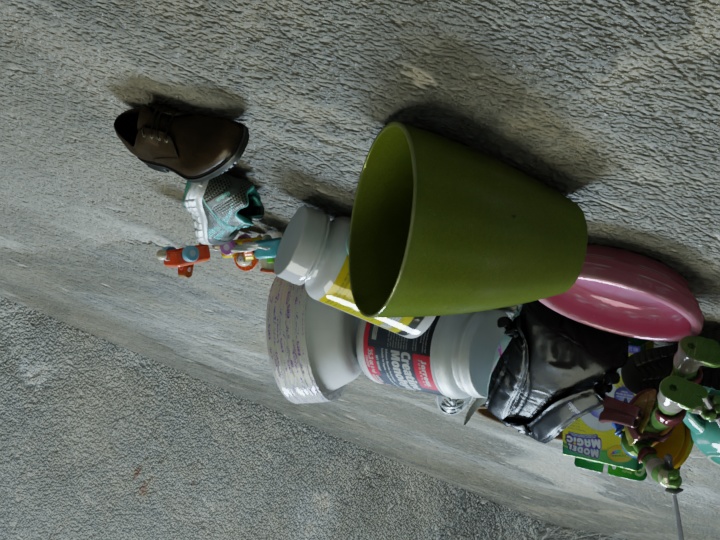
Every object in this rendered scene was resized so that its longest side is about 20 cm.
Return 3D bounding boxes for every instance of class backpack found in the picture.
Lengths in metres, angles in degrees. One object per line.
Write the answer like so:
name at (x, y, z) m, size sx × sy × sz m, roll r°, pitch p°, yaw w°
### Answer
backpack at (0.246, 0.127, 1.579) m, size 0.167 × 0.127 × 0.200 m, roll 36°, pitch 138°, yaw 14°

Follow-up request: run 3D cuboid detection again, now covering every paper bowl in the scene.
paper bowl at (-0.055, 0.092, 1.794) m, size 0.104 × 0.201 × 0.201 m, roll -4°, pitch 159°, yaw 17°

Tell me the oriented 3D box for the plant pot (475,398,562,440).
plant pot at (0.291, 0.210, 1.999) m, size 0.200 × 0.093 × 0.201 m, roll 16°, pitch 168°, yaw 3°

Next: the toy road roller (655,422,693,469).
toy road roller at (0.380, 0.216, 1.763) m, size 0.200 × 0.123 × 0.146 m, roll 21°, pitch -179°, yaw 32°

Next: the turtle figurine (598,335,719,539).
turtle figurine at (0.381, 0.181, 1.406) m, size 0.200 × 0.144 × 0.194 m, roll 56°, pitch 158°, yaw 32°

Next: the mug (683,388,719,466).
mug at (0.512, 0.208, 1.672) m, size 0.184 × 0.115 × 0.152 m, roll 13°, pitch 165°, yaw 20°

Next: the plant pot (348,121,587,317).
plant pot at (0.111, -0.037, 1.197) m, size 0.199 × 0.188 × 0.187 m, roll 7°, pitch 170°, yaw -17°

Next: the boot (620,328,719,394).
boot at (0.441, 0.110, 1.534) m, size 0.199 × 0.078 × 0.138 m, roll -5°, pitch 178°, yaw 29°

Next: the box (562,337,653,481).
box at (0.332, 0.185, 1.661) m, size 0.117 × 0.201 × 0.048 m, roll 7°, pitch -163°, yaw 37°

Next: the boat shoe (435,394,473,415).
boat shoe at (0.146, 0.185, 1.890) m, size 0.072 × 0.069 × 0.200 m, roll 18°, pitch 167°, yaw -2°

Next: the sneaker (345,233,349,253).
sneaker at (0.065, -0.045, 1.393) m, size 0.199 × 0.078 × 0.140 m, roll 3°, pitch 160°, yaw 18°

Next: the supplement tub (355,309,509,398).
supplement tub at (0.106, 0.105, 1.750) m, size 0.200 × 0.141 × 0.140 m, roll 7°, pitch 162°, yaw 39°

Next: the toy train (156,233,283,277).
toy train at (-0.181, -0.015, 1.713) m, size 0.150 × 0.056 × 0.200 m, roll -14°, pitch -171°, yaw -43°

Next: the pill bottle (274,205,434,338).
pill bottle at (0.000, 0.000, 1.547) m, size 0.199 × 0.115 × 0.114 m, roll 23°, pitch 165°, yaw -17°

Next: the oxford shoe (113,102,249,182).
oxford shoe at (-0.203, -0.145, 1.348) m, size 0.200 × 0.073 × 0.084 m, roll 5°, pitch 159°, yaw 42°

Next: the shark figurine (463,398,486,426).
shark figurine at (0.226, 0.171, 1.816) m, size 0.214 × 0.089 × 0.129 m, roll -9°, pitch 107°, yaw 48°

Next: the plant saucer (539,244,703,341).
plant saucer at (0.291, 0.023, 1.390) m, size 0.200 × 0.051 × 0.201 m, roll 18°, pitch 166°, yaw 5°

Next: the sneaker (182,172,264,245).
sneaker at (-0.165, -0.074, 1.570) m, size 0.091 × 0.078 × 0.200 m, roll 13°, pitch 167°, yaw 6°
